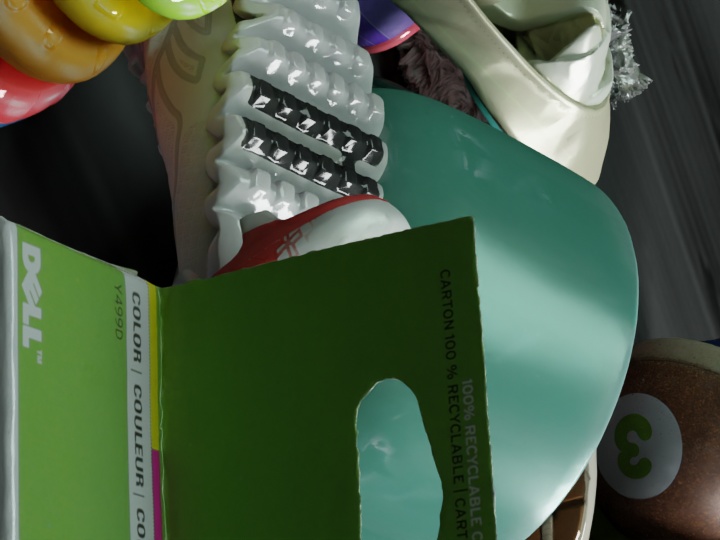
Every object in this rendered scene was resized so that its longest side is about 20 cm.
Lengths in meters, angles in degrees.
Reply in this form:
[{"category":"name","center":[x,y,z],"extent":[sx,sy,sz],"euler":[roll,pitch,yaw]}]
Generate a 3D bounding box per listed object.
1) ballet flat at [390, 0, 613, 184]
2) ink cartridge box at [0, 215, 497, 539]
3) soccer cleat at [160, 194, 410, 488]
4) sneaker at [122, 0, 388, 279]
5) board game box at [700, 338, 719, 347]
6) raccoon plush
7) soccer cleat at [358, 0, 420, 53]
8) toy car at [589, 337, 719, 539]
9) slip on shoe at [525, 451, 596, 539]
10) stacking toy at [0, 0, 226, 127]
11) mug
[{"category":"ballet flat","center":[0.052,-0.098,0.878],"extent":[0.200,0.069,0.070],"euler":[40,45,-40]},{"category":"ink cartridge box","center":[-0.069,0.062,0.616],"extent":[0.076,0.199,0.149],"euler":[26,57,-57]},{"category":"soccer cleat","center":[-0.040,0.068,0.691],"extent":[0.068,0.200,0.085],"euler":[17,28,-48]},{"category":"sneaker","center":[-0.040,-0.066,0.774],"extent":[0.075,0.081,0.201],"euler":[32,50,-44]},{"category":"board game box","center":[0.205,0.122,1.187],"extent":[0.046,0.151,0.201],"euler":[53,37,-44]},{"category":"raccoon plush","center":[0.063,-0.055,1.096],"extent":[0.201,0.096,0.134],"euler":[-63,158,-9]},{"category":"soccer cleat","center":[0.013,-0.170,0.965],"extent":[0.077,0.066,0.201],"euler":[50,39,-35]},{"category":"toy car","center":[0.136,0.147,1.052],"extent":[0.158,0.163,0.201],"euler":[53,50,-35]},{"category":"slip on shoe","center":[0.052,0.116,0.936],"extent":[0.061,0.075,0.201],"euler":[-78,169,-66]},{"category":"stacking toy","center":[-0.060,-0.112,0.704],"extent":[0.116,0.199,0.111],"euler":[-8,87,-63]},{"category":"mug","center":[-0.002,0.011,0.844],"extent":[0.114,0.185,0.153],"euler":[24,94,-29]}]
